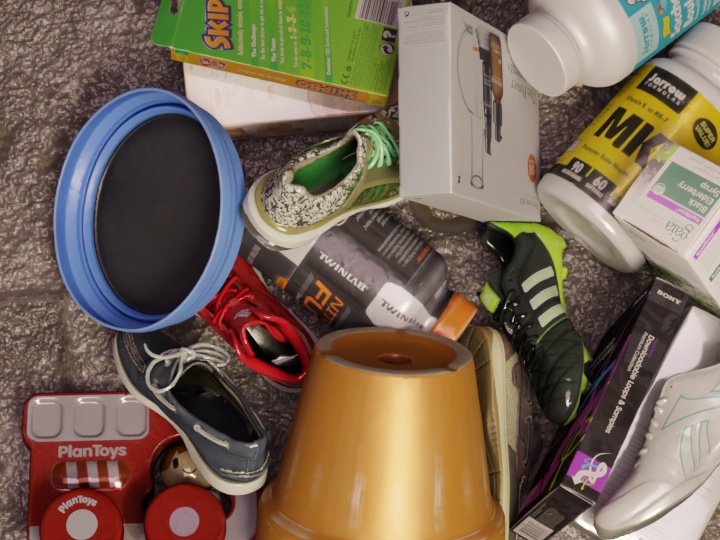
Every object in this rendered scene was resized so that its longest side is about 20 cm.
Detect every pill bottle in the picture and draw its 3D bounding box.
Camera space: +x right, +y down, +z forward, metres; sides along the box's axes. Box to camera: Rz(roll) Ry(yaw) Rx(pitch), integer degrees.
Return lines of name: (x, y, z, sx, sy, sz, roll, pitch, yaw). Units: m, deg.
pill bottle: (0.254, -0.106, 1.397, 0.114, 0.114, 0.200, 41, 84, 2)
pill bottle: (0.217, -0.227, 1.372, 0.200, 0.111, 0.111, -38, 87, -19)
pill bottle: (0.000, 0.000, 1.381, 0.200, 0.106, 0.106, 37, 84, 2)

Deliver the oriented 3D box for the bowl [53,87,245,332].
bowl: (-0.174, -0.048, 1.361, 0.200, 0.039, 0.202, -5, 81, 38)

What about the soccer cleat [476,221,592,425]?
soccer cleat: (0.140, 0.042, 1.366, 0.081, 0.068, 0.201, 9, 48, -16)

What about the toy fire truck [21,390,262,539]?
toy fire truck: (-0.182, 0.176, 1.366, 0.199, 0.112, 0.169, -2, 66, -3)

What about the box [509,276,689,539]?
box: (0.192, 0.115, 1.331, 0.036, 0.143, 0.200, 30, 65, 2)

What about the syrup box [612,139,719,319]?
syrup box: (0.289, -0.015, 1.343, 0.079, 0.200, 0.082, 34, 84, 39)

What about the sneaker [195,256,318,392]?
sneaker: (-0.107, 0.019, 1.371, 0.200, 0.116, 0.078, 39, 85, 2)

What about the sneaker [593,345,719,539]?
sneaker: (0.248, 0.130, 1.277, 0.200, 0.070, 0.080, -39, 78, -11)

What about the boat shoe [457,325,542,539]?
boat shoe: (0.123, 0.146, 1.389, 0.066, 0.072, 0.202, -2, 87, -27)

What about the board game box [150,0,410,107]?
board game box: (-0.065, -0.201, 1.354, 0.199, 0.030, 0.096, 14, 69, -2)

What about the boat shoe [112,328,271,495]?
boat shoe: (-0.139, 0.097, 1.348, 0.075, 0.062, 0.200, -13, 46, -30)

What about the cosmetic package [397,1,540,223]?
cosmetic package: (0.092, -0.123, 1.351, 0.051, 0.200, 0.152, -1, 85, 26)

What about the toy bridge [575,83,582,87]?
toy bridge: (0.209, -0.258, 1.453, 0.067, 0.027, 0.201, 10, 83, -2)

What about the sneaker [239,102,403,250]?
sneaker: (0.001, -0.086, 1.309, 0.200, 0.089, 0.077, -34, 84, -28)

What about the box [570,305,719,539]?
box: (0.255, 0.141, 1.367, 0.097, 0.124, 0.200, 30, 85, 1)

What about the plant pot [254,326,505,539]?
plant pot: (0.019, 0.149, 1.295, 0.199, 0.200, 0.184, 3, 105, -2)

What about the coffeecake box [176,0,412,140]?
coffeecake box: (-0.054, -0.198, 1.415, 0.199, 0.073, 0.154, -6, 85, -2)
